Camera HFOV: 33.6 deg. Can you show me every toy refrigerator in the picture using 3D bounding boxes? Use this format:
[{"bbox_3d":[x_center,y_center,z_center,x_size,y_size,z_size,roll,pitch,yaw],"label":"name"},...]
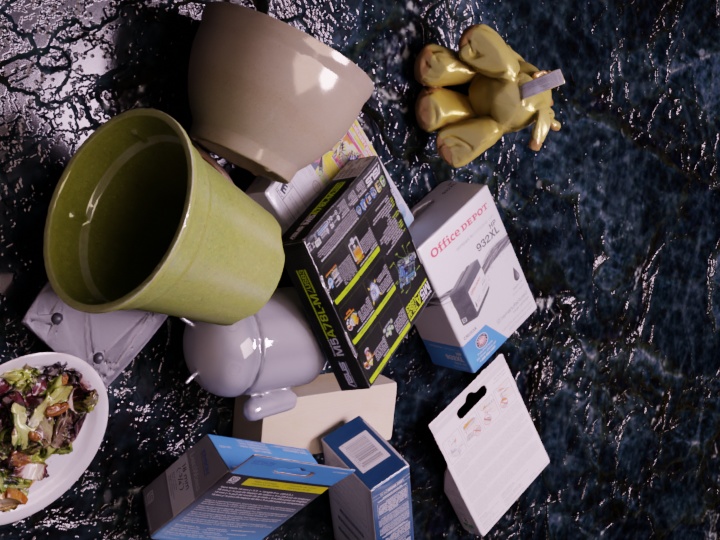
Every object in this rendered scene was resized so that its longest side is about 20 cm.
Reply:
[{"bbox_3d":[-0.055,0.172,1.434,0.198,0.070,0.077,-5,106,-38],"label":"toy refrigerator"}]

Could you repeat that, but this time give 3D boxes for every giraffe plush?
[{"bbox_3d":[0.182,-0.228,1.528,0.162,0.198,0.175,-23,110,-66],"label":"giraffe plush"}]

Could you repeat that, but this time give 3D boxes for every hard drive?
[{"bbox_3d":[-0.259,0.012,1.255,0.201,0.042,0.135,-54,125,-21],"label":"hard drive"}]

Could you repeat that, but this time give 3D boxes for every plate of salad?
[{"bbox_3d":[-0.333,0.175,1.185,0.199,0.048,0.202,-26,132,-32],"label":"plate of salad"}]

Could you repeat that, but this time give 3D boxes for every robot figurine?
[{"bbox_3d":[-0.114,0.079,1.327,0.198,0.112,0.172,-4,76,-41],"label":"robot figurine"}]

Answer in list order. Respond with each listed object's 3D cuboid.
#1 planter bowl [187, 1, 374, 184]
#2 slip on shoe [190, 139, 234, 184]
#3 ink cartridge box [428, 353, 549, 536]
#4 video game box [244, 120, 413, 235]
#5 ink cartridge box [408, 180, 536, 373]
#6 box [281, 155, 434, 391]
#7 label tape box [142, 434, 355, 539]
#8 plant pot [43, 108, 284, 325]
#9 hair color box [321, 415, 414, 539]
[{"bbox_3d":[-0.101,-0.175,1.264,0.199,0.199,0.136,27,86,-39],"label":"planter bowl"},{"bbox_3d":[-0.154,-0.064,1.319,0.076,0.060,0.201,-45,122,-25],"label":"slip on shoe"},{"bbox_3d":[0.169,0.238,1.646,0.161,0.050,0.201,-41,116,-28],"label":"ink cartridge box"},{"bbox_3d":[-0.032,-0.075,1.407,0.183,0.046,0.201,-54,127,-33],"label":"video game box"},{"bbox_3d":[0.129,0.007,1.549,0.145,0.083,0.201,-41,120,-27],"label":"ink cartridge box"},{"bbox_3d":[0.000,0.000,1.354,0.200,0.047,0.195,-53,128,-48],"label":"box"},{"bbox_3d":[-0.124,0.230,1.306,0.143,0.200,0.064,16,45,-40],"label":"label tape box"},{"bbox_3d":[-0.179,-0.031,1.183,0.184,0.199,0.202,27,79,-50],"label":"plant pot"},{"bbox_3d":[0.012,0.281,1.435,0.060,0.100,0.201,-28,138,-24],"label":"hair color box"}]
